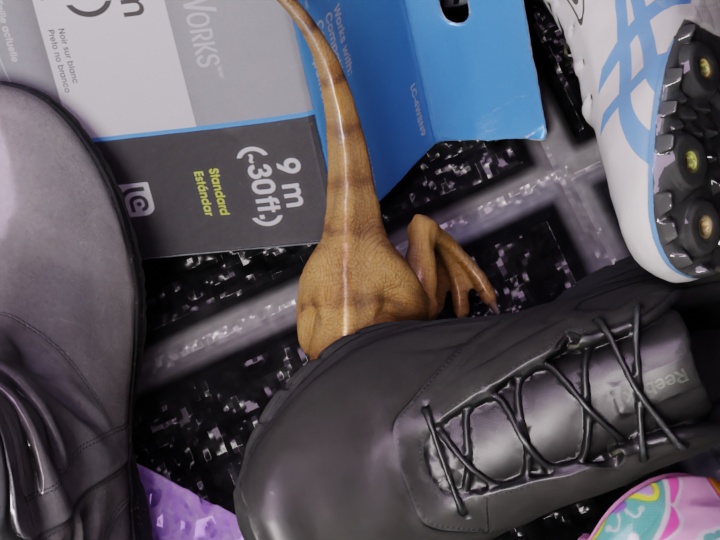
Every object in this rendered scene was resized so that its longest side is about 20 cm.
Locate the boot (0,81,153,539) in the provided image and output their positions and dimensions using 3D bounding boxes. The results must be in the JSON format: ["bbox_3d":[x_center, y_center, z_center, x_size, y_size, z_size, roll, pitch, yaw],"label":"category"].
[{"bbox_3d":[-0.107,0.031,0.764,0.070,0.132,0.200,-16,83,9],"label":"boot"}]

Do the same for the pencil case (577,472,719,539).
[{"bbox_3d":[0.134,0.141,0.720,0.087,0.087,0.200,-41,48,-5],"label":"pencil case"}]

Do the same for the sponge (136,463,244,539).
[{"bbox_3d":[-0.095,0.114,0.841,0.200,0.030,0.112,25,77,20],"label":"sponge"}]

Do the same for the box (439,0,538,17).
[{"bbox_3d":[0.051,-0.191,0.919,0.159,0.046,0.200,-8,67,11],"label":"box"}]

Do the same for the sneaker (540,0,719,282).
[{"bbox_3d":[0.085,-0.080,0.801,0.072,0.072,0.200,-22,54,29],"label":"sneaker"}]

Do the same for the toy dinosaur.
[{"bbox_3d":[0.000,0.000,0.811,0.060,0.106,0.200,-1,87,20],"label":"toy dinosaur"}]

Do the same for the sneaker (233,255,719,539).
[{"bbox_3d":[0.055,0.038,0.763,0.200,0.091,0.076,-24,95,-23],"label":"sneaker"}]

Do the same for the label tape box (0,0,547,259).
[{"bbox_3d":[-0.049,-0.081,0.842,0.200,0.143,0.066,-4,33,13],"label":"label tape box"}]
